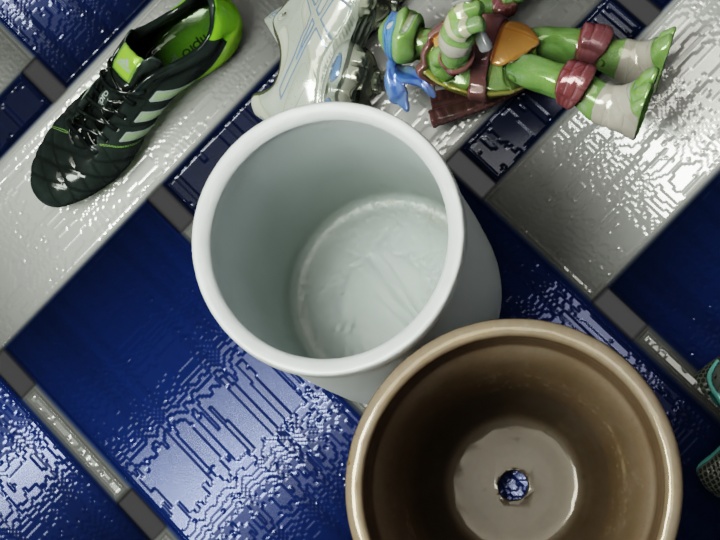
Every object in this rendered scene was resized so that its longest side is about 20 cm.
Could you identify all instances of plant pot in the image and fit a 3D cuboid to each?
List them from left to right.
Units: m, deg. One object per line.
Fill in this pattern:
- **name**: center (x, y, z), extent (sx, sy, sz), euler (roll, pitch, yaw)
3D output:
- **plant pot**: center (0.094, 0.134, 1.186), extent (0.200, 0.175, 0.201), euler (0, 86, 4)

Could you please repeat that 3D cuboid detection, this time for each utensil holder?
- **utensil holder**: center (0.000, 0.000, 1.232), extent (0.169, 0.200, 0.170), euler (-3, 77, 12)

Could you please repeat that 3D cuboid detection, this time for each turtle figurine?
- **turtle figurine**: center (0.114, -0.179, 1.269), extent (0.193, 0.144, 0.201), euler (19, 95, 8)

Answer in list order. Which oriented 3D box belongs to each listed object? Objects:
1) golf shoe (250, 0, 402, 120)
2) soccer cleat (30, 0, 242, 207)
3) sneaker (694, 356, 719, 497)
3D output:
- **golf shoe**: center (-0.023, -0.190, 1.345), extent (0.097, 0.078, 0.201), euler (12, 80, 22)
- **soccer cleat**: center (-0.169, -0.128, 1.359), extent (0.200, 0.081, 0.068), euler (-44, 73, 1)
- **sneaker**: center (0.263, 0.061, 1.226), extent (0.091, 0.078, 0.201), euler (6, 78, 18)
